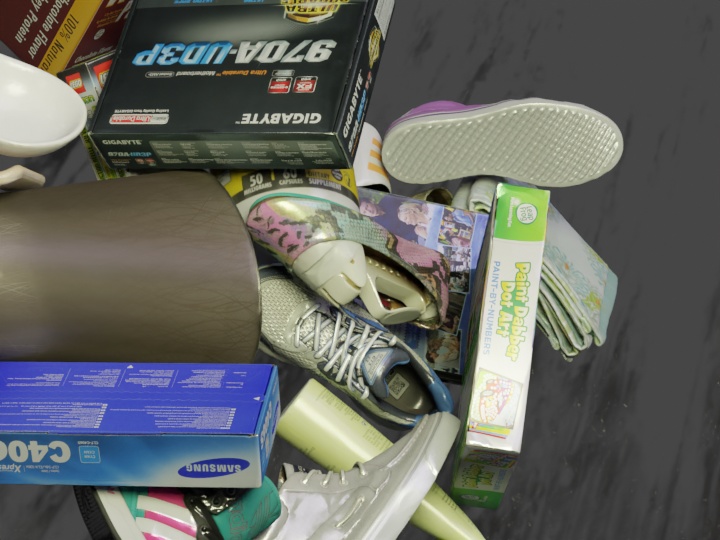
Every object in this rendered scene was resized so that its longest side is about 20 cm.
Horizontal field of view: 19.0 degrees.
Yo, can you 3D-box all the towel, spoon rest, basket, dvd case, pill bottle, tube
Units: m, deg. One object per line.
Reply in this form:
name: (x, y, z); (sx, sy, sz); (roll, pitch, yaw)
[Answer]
towel: (0.152, -0.020, 1.858); (0.171, 0.048, 0.200); (51, 17, -7)
spoon rest: (-0.298, -0.139, 1.597); (0.200, 0.061, 0.099); (20, 37, 9)
basket: (-0.195, 0.004, 1.531); (0.200, 0.136, 0.180); (1, 51, -35)
dvd case: (0.036, 0.012, 1.715); (0.200, 0.018, 0.143); (12, 76, -13)
pill bottle: (-0.066, -0.107, 1.661); (0.111, 0.111, 0.200); (10, 56, -32)
tube: (0.026, 0.160, 1.608); (0.200, 0.052, 0.058); (37, 40, -1)

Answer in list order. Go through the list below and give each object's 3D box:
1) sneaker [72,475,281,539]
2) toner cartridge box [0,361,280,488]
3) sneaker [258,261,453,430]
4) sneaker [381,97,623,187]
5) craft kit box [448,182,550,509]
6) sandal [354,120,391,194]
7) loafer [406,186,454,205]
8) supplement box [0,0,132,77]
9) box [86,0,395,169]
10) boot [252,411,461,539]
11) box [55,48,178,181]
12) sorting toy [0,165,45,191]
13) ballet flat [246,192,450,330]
sneaker: (-0.102, 0.188, 1.427); (0.121, 0.084, 0.200); (-18, 58, -21)
toner cartridge box: (-0.158, 0.101, 1.425); (0.200, 0.043, 0.095); (0, 28, 7)
sneaker: (-0.004, 0.058, 1.620); (0.200, 0.077, 0.085); (33, -6, -26)
sneaker: (0.120, -0.118, 1.818); (0.200, 0.073, 0.114); (2, 15, 5)
craft kit box: (0.101, 0.061, 1.601); (0.049, 0.200, 0.198); (10, 73, 2)
sandal: (-0.010, -0.052, 1.802); (0.059, 0.079, 0.207); (25, 46, -19)
loafer: (0.067, 0.007, 1.800); (0.076, 0.068, 0.200); (9, 44, -33)
supplement box: (-0.242, -0.297, 1.768); (0.200, 0.197, 0.133); (44, 36, 10)
box: (-0.086, -0.150, 1.592); (0.200, 0.046, 0.159); (2, 57, 21)
boot: (-0.012, 0.158, 1.523); (0.096, 0.074, 0.200); (34, 57, 2)
box: (-0.145, -0.136, 1.702); (0.200, 0.035, 0.110); (-31, 104, -50)
sorting toy: (-0.328, -0.093, 1.521); (0.200, 0.036, 0.185); (24, -1, -3)
ballet flat: (0.000, 0.000, 1.591); (0.200, 0.069, 0.071); (22, 45, -44)
